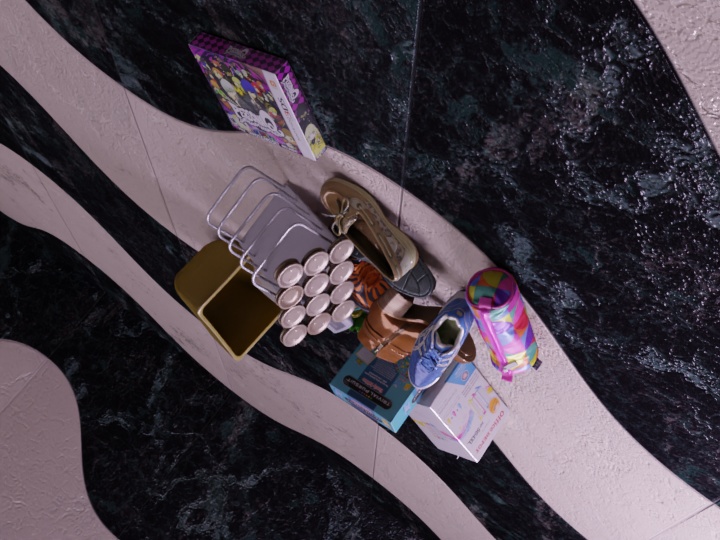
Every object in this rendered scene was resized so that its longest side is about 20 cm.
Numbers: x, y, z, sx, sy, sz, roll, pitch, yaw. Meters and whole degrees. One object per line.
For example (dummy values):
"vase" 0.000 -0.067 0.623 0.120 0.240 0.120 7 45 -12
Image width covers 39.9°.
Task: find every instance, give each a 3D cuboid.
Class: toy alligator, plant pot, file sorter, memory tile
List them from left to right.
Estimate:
"plant pot" -0.314 0.046 2.290 0.199 0.195 0.197 29 159 44
"file sorter" -0.154 -0.063 1.681 0.124 0.139 0.200 30 -167 -48
"memory tile" -0.075 0.036 1.659 0.017 0.151 0.202 47 152 34
"toy alligator" -0.009 0.105 2.038 0.198 0.055 0.060 32 160 23

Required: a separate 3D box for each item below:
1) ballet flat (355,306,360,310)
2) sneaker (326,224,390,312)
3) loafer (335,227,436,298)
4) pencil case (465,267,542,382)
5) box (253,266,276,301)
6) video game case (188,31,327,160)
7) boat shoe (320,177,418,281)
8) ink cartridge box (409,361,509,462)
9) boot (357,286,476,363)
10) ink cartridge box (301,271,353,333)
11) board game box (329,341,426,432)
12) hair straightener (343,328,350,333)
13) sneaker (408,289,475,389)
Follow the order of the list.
"ballet flat" -0.021 0.047 1.925 0.064 0.068 0.200 55 158 -3
"sneaker" 0.000 0.000 1.759 0.200 0.078 0.112 42 162 -7
"loafer" 0.050 -0.026 1.657 0.198 0.073 0.063 34 -158 19
"pencil case" 0.221 0.084 1.529 0.087 0.089 0.201 23 154 38
"box" -0.161 -0.013 2.006 0.077 0.095 0.201 37 159 8
"video game case" -0.156 -0.267 1.526 0.198 0.036 0.183 26 155 35
"boat shoe" 0.005 -0.068 1.585 0.199 0.063 0.074 41 140 10
"ink cartridge box" 0.183 0.264 1.923 0.201 0.129 0.124 49 158 -28
"boot" 0.094 0.126 1.753 0.198 0.077 0.156 35 130 -2
"ink cartridge box" -0.081 -0.008 1.793 0.160 0.047 0.203 43 -151 -53
"board game box" 0.060 0.178 1.851 0.149 0.201 0.047 27 159 30
"hair straightener" -0.069 0.030 1.904 0.040 0.077 0.202 -28 96 23
"sneaker" 0.126 0.121 1.642 0.075 0.077 0.202 33 122 11
